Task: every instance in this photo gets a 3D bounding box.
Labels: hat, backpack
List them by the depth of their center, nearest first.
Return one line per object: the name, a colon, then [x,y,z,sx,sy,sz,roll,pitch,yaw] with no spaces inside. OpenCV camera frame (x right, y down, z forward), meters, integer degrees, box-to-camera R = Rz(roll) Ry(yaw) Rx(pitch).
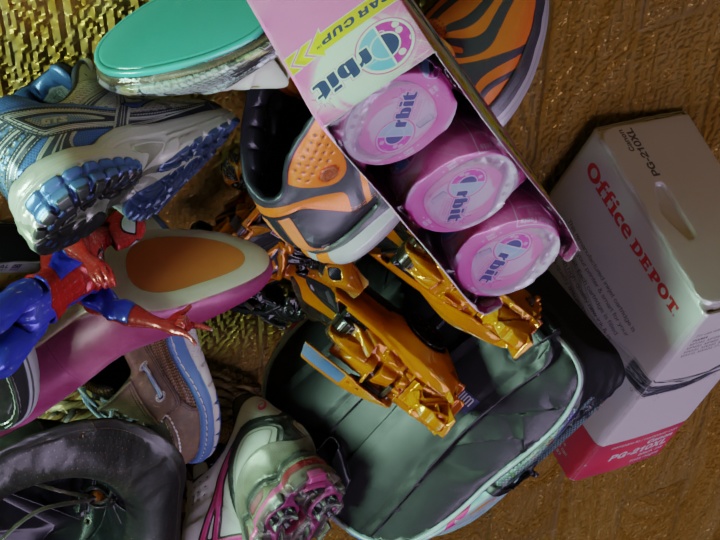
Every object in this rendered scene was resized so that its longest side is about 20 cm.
hat: [-0.199,0.146,1.617,0.199,0.081,0.202,-20,136,-21]
backpack: [0.045,0.068,1.707,0.200,0.178,0.150,-45,166,15]

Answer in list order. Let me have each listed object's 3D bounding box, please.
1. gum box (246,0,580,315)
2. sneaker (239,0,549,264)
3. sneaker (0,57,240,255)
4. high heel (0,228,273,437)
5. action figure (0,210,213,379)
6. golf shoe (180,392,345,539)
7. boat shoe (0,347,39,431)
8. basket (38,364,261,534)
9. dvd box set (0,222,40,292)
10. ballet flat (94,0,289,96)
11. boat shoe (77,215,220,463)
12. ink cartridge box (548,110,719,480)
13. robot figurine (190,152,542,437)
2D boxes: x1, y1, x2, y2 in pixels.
gum box: [0.028,-0.073,1.353,0.066,0.114,0.200,-35,141,6]
sneaker: [0.015,-0.100,1.461,0.200,0.077,0.112,-52,141,-3]
sneaker: [-0.132,-0.075,1.419,0.077,0.085,0.200,-44,172,22]
high heel: [-0.139,0.041,1.517,0.199,0.068,0.096,-17,133,-1]
action figure: [-0.155,0.030,1.404,0.200,0.098,0.066,-47,139,-42]
golf shoe: [-0.076,0.164,1.708,0.072,0.092,0.201,-7,138,-39]
boat shoe: [-0.230,0.020,1.427,0.068,0.057,0.201,-21,127,13]
basket: [-0.126,0.153,1.754,0.199,0.150,0.143,5,140,-45]
dvd box set: [-0.270,0.043,1.554,0.146,0.030,0.200,0,144,-45]
ballet flat: [-0.037,-0.129,1.393,0.199,0.072,0.072,-29,154,5]
boat shoe: [-0.135,0.050,1.614,0.072,0.072,0.201,-30,137,-20]
ink cartridge box: [0.172,0.017,1.765,0.084,0.145,0.200,-13,152,-33]
robot figurine: [0.000,0.000,1.574,0.200,0.058,0.145,36,112,-15]
